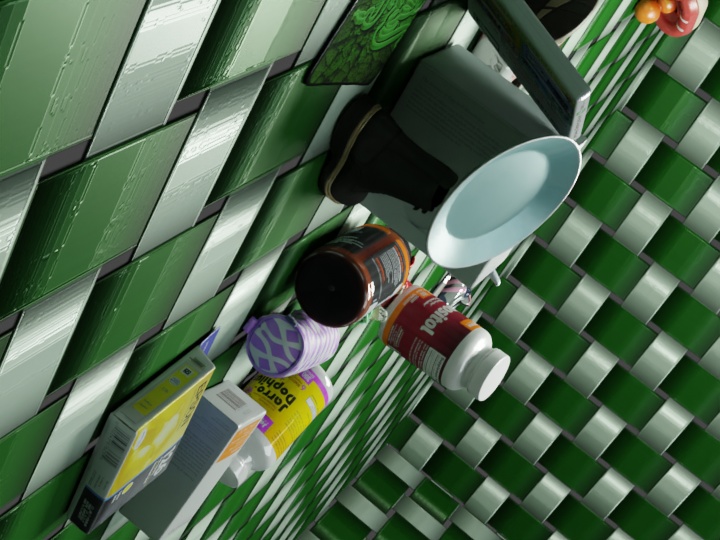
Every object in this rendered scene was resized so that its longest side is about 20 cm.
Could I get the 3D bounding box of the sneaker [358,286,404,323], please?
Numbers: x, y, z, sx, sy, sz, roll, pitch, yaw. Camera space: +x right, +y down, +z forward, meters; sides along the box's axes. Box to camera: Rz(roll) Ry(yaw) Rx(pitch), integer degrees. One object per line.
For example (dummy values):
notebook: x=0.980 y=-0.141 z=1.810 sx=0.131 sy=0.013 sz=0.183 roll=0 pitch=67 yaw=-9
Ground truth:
sneaker: x=-0.002 y=0.050 z=1.882 sx=0.200 sy=0.089 sz=0.077 roll=-45 pitch=168 yaw=-34

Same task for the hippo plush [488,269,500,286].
hippo plush: x=0.139 y=-0.092 z=1.991 sx=0.161 sy=0.159 sz=0.200 roll=-7 pitch=126 yaw=-32

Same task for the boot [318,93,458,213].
boot: x=0.031 y=-0.092 z=1.406 sx=0.077 sy=0.138 sz=0.200 roll=-49 pitch=170 yaw=-17

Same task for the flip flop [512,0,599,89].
flip flop: x=0.244 y=-0.318 z=1.738 sx=0.200 sy=0.081 sz=0.058 roll=-52 pitch=166 yaw=21

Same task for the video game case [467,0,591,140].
video game case: x=0.180 y=-0.242 z=1.388 sx=0.022 sy=0.200 sz=0.182 roll=-34 pitch=169 yaw=0

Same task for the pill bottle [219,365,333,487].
pill bottle: x=-0.135 y=0.210 z=1.799 sx=0.200 sy=0.104 sz=0.104 roll=-47 pitch=169 yaw=-30

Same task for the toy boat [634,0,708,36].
toy boat: x=0.622 y=-0.544 z=2.600 sx=0.130 sy=0.131 sz=0.200 roll=-22 pitch=169 yaw=3

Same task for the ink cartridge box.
ink cartridge box: x=-0.233 y=0.182 z=1.449 sx=0.200 sy=0.047 sz=0.198 roll=-37 pitch=161 yaw=-48

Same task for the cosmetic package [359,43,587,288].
cosmetic package: x=0.125 y=-0.127 z=1.527 sx=0.123 sy=0.199 sz=0.200 roll=-36 pitch=161 yaw=-56

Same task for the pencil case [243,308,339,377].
pencil case: x=-0.089 y=0.090 z=1.652 sx=0.084 sy=0.085 sz=0.200 roll=-57 pitch=169 yaw=6

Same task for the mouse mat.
mouse mat: x=0.022 y=-0.244 z=1.223 sx=0.161 sy=0.008 sz=0.200 roll=-56 pitch=170 yaw=18

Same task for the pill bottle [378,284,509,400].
pill bottle: x=0.136 y=0.119 z=2.050 sx=0.113 sy=0.200 sz=0.113 roll=-44 pitch=155 yaw=-27

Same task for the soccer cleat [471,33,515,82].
soccer cleat: x=0.156 y=-0.243 z=1.650 sx=0.085 sy=0.069 sz=0.200 roll=-49 pitch=175 yaw=-38

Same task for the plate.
plate: x=0.150 y=-0.079 z=1.379 sx=0.200 sy=0.026 sz=0.200 roll=-27 pitch=151 yaw=-16

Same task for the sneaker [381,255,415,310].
sneaker: x=0.067 y=0.013 z=2.102 sx=0.116 sy=0.078 sz=0.200 roll=-54 pitch=171 yaw=18

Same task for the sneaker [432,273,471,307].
sneaker: x=0.228 y=0.036 z=2.868 sx=0.200 sy=0.082 sz=0.070 roll=-51 pitch=169 yaw=-5

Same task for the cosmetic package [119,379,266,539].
cosmetic package: x=-0.217 y=0.247 z=1.658 sx=0.200 sy=0.071 sz=0.101 roll=-55 pitch=170 yaw=15

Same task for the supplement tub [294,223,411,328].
supplement tub: x=0.000 y=0.000 z=1.674 sx=0.107 sy=0.107 sz=0.200 roll=-57 pitch=168 yaw=26
